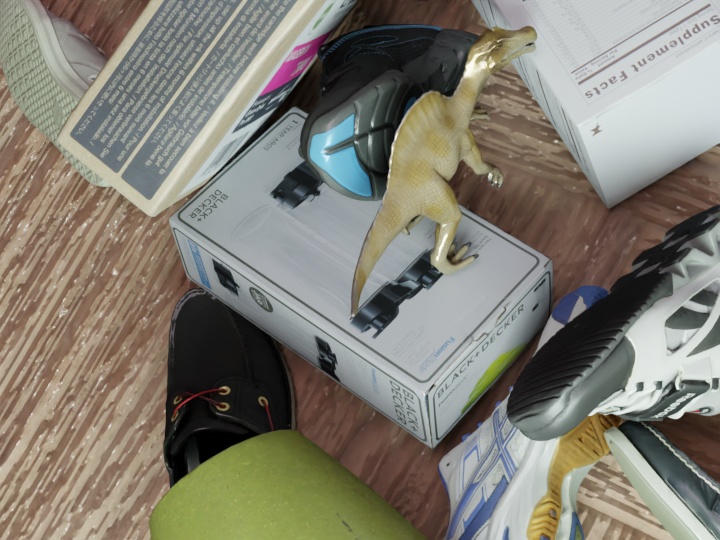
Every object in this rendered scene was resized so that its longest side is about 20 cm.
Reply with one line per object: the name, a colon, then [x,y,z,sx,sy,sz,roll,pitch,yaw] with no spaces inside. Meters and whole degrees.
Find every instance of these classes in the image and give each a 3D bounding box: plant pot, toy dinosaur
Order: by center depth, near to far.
plant pot: [-0.018,0.186,0.765,0.187,0.187,0.200,-34,68,3]
toy dinosaur: [0.031,-0.045,0.828,0.058,0.101,0.201,20,66,26]

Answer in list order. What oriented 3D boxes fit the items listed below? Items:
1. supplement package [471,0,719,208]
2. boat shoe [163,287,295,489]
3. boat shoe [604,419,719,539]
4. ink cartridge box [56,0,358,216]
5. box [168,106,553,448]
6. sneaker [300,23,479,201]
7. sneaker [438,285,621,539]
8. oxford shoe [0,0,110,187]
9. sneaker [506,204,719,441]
supplement package: [0.135,-0.159,0.910,0.113,0.110,0.201,-30,62,5]
boat shoe: [-0.078,0.095,0.907,0.073,0.063,0.202,-19,62,13]
boat shoe: [0.210,0.139,0.783,0.066,0.075,0.199,-41,62,-4]
ink cartridge box: [-0.073,-0.131,0.893,0.075,0.200,0.165,40,108,-1]
box: [0.000,0.000,0.901,0.200,0.060,0.117,31,62,27]
sneaker: [0.003,-0.096,0.900,0.082,0.200,0.074,16,115,18]
sneaker: [0.084,0.095,0.845,0.088,0.075,0.201,2,60,37]
oxford shoe: [-0.190,-0.125,1.040,0.058,0.075,0.200,-14,45,-34]
sneaker: [0.156,0.046,0.794,0.200,0.074,0.089,-35,97,-38]
